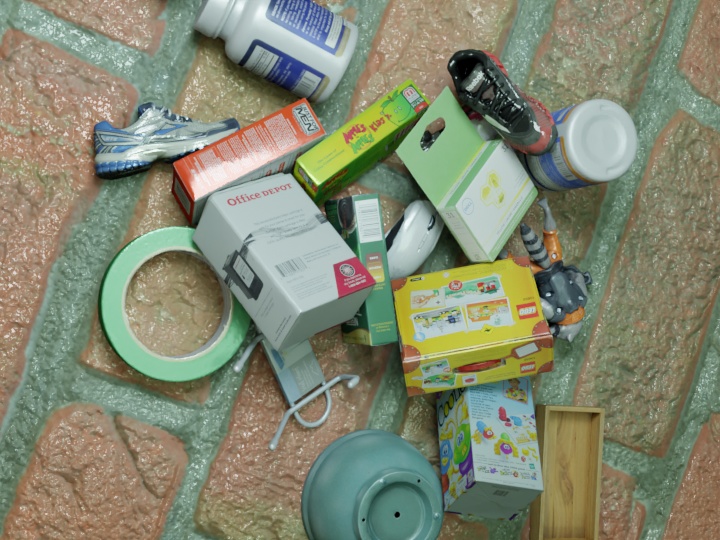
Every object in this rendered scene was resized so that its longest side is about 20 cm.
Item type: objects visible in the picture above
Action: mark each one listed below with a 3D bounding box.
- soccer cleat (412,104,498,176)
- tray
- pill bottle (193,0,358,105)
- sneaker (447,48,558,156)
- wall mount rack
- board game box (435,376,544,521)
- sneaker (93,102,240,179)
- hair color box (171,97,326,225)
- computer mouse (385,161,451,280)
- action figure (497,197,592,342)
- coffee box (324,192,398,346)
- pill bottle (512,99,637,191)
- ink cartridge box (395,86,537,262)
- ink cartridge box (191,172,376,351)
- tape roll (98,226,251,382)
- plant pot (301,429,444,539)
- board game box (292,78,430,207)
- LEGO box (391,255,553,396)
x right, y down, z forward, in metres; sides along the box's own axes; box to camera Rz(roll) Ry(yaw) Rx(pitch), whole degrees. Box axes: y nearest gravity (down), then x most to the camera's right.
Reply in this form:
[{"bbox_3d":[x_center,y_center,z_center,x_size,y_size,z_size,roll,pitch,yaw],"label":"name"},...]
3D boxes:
[{"bbox_3d":[0.154,-0.183,1.674,0.199,0.070,0.087,-31,110,-12],"label":"soccer cleat"},{"bbox_3d":[0.303,0.301,1.722,0.097,0.037,0.203,4,88,-19],"label":"tray"},{"bbox_3d":[-0.114,-0.316,1.554,0.198,0.120,0.121,26,81,-16],"label":"pill bottle"},{"bbox_3d":[0.185,-0.229,1.576,0.071,0.201,0.097,-49,150,21],"label":"sneaker"},{"bbox_3d":[-0.095,0.136,1.550,0.173,0.074,0.202,-33,109,-31],"label":"wall mount rack"},{"bbox_3d":[0.172,0.222,1.598,0.104,0.103,0.202,11,53,-17],"label":"board game box"},{"bbox_3d":[-0.255,-0.183,1.528,0.198,0.077,0.086,-15,89,-19],"label":"sneaker"},{"bbox_3d":[-0.149,-0.143,1.543,0.199,0.102,0.062,-28,81,-18],"label":"hair color box"},{"bbox_3d":[0.088,-0.056,1.627,0.109,0.044,0.201,35,93,-38],"label":"computer mouse"},{"bbox_3d":[0.248,0.026,1.675,0.199,0.105,0.195,-36,99,-13],"label":"action figure"},{"bbox_3d":[0.000,0.000,1.583,0.043,0.123,0.203,-8,93,-20],"label":"coffee box"},{"bbox_3d":[0.291,-0.170,1.643,0.111,0.200,0.114,1,88,-18],"label":"pill bottle"},{"bbox_3d":[0.149,-0.132,1.593,0.146,0.048,0.201,-52,120,-30],"label":"ink cartridge box"},{"bbox_3d":[-0.100,-0.016,1.505,0.144,0.084,0.201,-20,64,-43],"label":"ink cartridge box"},{"bbox_3d":[-0.243,0.044,1.539,0.198,0.048,0.203,1,88,-19],"label":"tape roll"},{"bbox_3d":[0.032,0.322,1.579,0.198,0.134,0.203,1,88,-18],"label":"plant pot"},{"bbox_3d":[-0.002,-0.169,1.590,0.199,0.102,0.048,-38,81,-17],"label":"board game box"},{"bbox_3d":[0.147,0.073,1.574,0.197,0.150,0.078,-10,136,2],"label":"LEGO box"}]
